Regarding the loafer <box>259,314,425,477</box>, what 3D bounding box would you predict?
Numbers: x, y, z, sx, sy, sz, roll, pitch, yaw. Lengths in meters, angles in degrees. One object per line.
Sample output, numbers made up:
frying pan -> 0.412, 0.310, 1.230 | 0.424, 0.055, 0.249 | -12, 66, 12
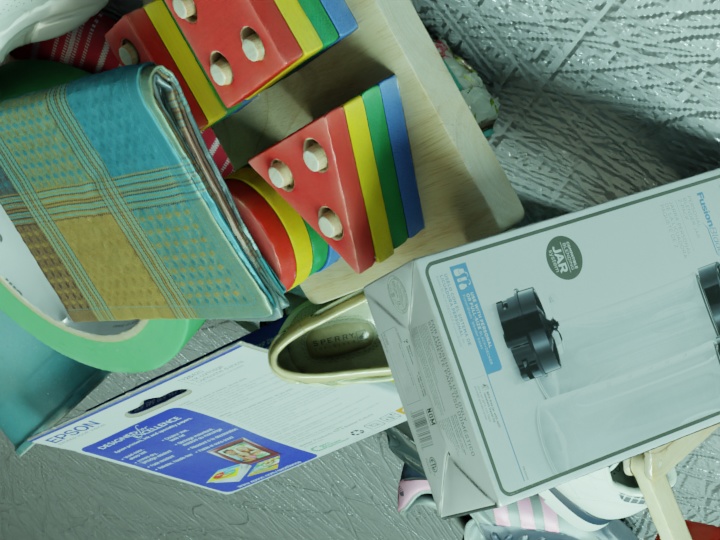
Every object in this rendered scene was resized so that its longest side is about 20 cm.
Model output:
loafer -> 0.018, 0.076, 1.136 | 0.199, 0.073, 0.072 | 33, 135, -16

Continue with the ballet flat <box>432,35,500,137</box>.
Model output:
ballet flat -> 0.010, -0.075, 0.851 | 0.200, 0.075, 0.064 | -27, 89, 58

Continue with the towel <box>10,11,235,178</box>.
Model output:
towel -> -0.142, -0.111, 0.989 | 0.199, 0.023, 0.145 | 32, 157, -6

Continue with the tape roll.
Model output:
tape roll -> -0.174, -0.030, 0.938 | 0.199, 0.048, 0.202 | 21, 138, 21

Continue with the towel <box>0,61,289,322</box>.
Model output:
towel -> -0.133, -0.035, 0.831 | 0.199, 0.022, 0.148 | -3, 121, 48

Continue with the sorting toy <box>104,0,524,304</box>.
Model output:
sorting toy -> -0.041, -0.076, 0.780 | 0.200, 0.069, 0.200 | 60, 149, -5

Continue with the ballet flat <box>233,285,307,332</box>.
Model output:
ballet flat -> -0.036, 0.029, 1.067 | 0.198, 0.063, 0.068 | 23, 158, -2

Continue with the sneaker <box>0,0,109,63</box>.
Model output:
sneaker -> -0.229, -0.144, 0.830 | 0.078, 0.200, 0.099 | 55, -173, 38

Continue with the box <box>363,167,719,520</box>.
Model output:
box -> 0.114, 0.028, 0.721 | 0.060, 0.198, 0.118 | -31, 75, 63

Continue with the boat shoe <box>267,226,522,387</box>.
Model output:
boat shoe -> 0.045, 0.025, 0.876 | 0.199, 0.074, 0.063 | -12, -175, 11

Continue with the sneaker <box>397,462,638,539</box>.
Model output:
sneaker -> 0.122, 0.200, 1.225 | 0.199, 0.082, 0.070 | 25, 156, 11

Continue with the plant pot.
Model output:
plant pot -> -0.236, -0.003, 1.125 | 0.188, 0.200, 0.200 | 48, 155, -3

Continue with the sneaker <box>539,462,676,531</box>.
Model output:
sneaker -> 0.126, 0.105, 1.063 | 0.199, 0.077, 0.080 | 31, 148, -19

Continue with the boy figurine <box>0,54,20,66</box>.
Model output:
boy figurine -> -0.214, -0.097, 0.994 | 0.198, 0.065, 0.125 | 12, 151, 26

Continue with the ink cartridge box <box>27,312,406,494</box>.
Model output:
ink cartridge box -> -0.087, 0.088, 1.043 | 0.197, 0.047, 0.199 | -25, 147, 31

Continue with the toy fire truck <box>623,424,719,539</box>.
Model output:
toy fire truck -> 0.177, 0.077, 0.844 | 0.048, 0.142, 0.200 | 6, 147, 43
